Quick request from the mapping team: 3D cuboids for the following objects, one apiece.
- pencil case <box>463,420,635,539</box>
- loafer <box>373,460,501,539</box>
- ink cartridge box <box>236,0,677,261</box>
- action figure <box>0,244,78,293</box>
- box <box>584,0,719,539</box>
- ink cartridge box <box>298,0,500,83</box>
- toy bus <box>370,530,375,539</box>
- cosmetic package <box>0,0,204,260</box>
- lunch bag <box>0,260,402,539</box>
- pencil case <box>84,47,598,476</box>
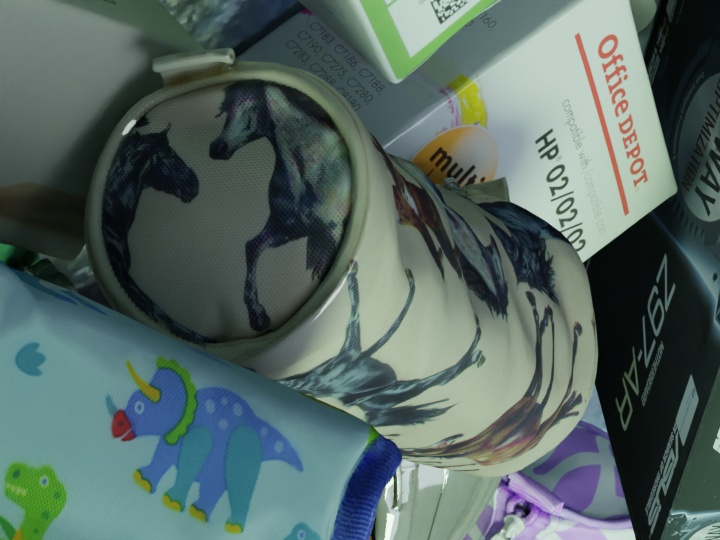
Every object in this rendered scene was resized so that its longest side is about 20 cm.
[{"bbox_3d":[0.042,0.144,1.107,0.086,0.084,0.201,-55,169,-64],"label":"pencil case"},{"bbox_3d":[-0.010,0.115,1.053,0.069,0.070,0.201,4,115,-38],"label":"loafer"},{"bbox_3d":[0.030,-0.044,0.934,0.200,0.068,0.115,-37,143,-11],"label":"ink cartridge box"},{"bbox_3d":[-0.172,0.058,0.853,0.199,0.055,0.119,-28,143,-16],"label":"action figure"},{"bbox_3d":[0.127,-0.020,0.974,0.043,0.161,0.201,6,126,-11],"label":"box"},{"bbox_3d":[-0.027,-0.149,0.750,0.059,0.104,0.200,-40,143,-8],"label":"ink cartridge box"},{"bbox_3d":[-0.093,0.106,0.905,0.199,0.065,0.078,-25,146,10],"label":"toy bus"},{"bbox_3d":[-0.145,-0.074,0.709,0.199,0.105,0.071,17,114,-48],"label":"cosmetic package"},{"bbox_3d":[-0.117,0.061,0.697,0.169,0.199,0.128,27,67,-30],"label":"lunch bag"},{"bbox_3d":[0.000,0.000,0.795,0.077,0.090,0.200,-22,161,17],"label":"pencil case"}]
